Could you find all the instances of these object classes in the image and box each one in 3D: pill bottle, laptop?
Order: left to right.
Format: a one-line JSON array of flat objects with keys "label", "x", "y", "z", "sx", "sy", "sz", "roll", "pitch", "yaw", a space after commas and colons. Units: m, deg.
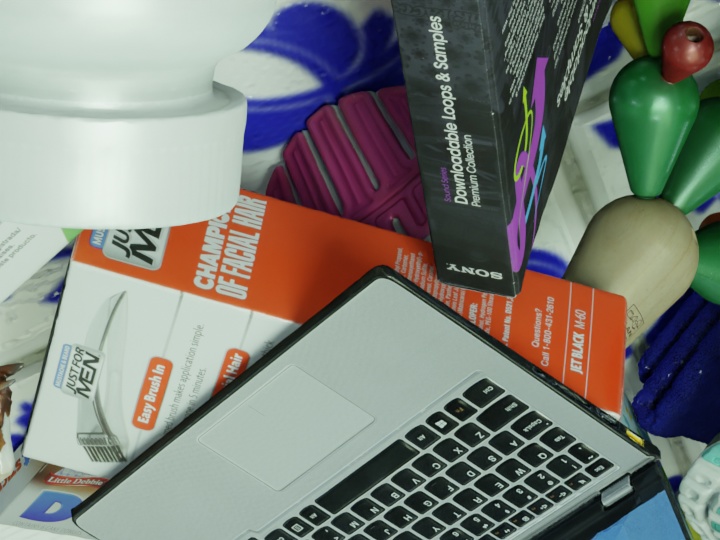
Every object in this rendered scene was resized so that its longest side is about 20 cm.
[{"label": "pill bottle", "x": -0.074, "y": -0.119, "z": 0.637, "sx": 0.109, "sy": 0.109, "sz": 0.201, "roll": -2, "pitch": 105, "yaw": -24}, {"label": "laptop", "x": 0.019, "y": 0.133, "z": 0.808, "sx": 0.200, "sy": 0.116, "sz": 0.187, "roll": 34, "pitch": 129, "yaw": -22}]

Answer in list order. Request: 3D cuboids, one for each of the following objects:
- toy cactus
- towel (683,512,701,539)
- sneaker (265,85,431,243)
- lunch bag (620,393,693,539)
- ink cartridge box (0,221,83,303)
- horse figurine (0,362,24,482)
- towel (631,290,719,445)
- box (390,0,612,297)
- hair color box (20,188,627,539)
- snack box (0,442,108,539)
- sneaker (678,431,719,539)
[{"label": "toy cactus", "x": 0.136, "y": -0.029, "z": 0.899, "sx": 0.165, "sy": 0.102, "sz": 0.200, "roll": -52, "pitch": 145, "yaw": -20}, {"label": "towel", "x": 0.119, "y": 0.165, "z": 1.222, "sx": 0.199, "sy": 0.018, "sz": 0.086, "roll": -22, "pitch": 147, "yaw": -2}, {"label": "sneaker", "x": 0.000, "y": 0.000, "z": 0.925, "sx": 0.088, "sy": 0.082, "sz": 0.200, "roll": 13, "pitch": 140, "yaw": -39}, {"label": "lunch bag", "x": 0.085, "y": 0.102, "z": 1.016, "sx": 0.082, "sy": 0.161, "sz": 0.200, "roll": -30, "pitch": 144, "yaw": 12}, {"label": "ink cartridge box", "x": -0.170, "y": -0.071, "z": 0.740, "sx": 0.145, "sy": 0.084, "sz": 0.200, "roll": -39, "pitch": 140, "yaw": 23}, {"label": "horse figurine", "x": -0.212, "y": 0.073, "z": 0.847, "sx": 0.050, "sy": 0.199, "sz": 0.133, "roll": -35, "pitch": 135, "yaw": -51}, {"label": "towel", "x": 0.234, "y": 0.028, "z": 1.096, "sx": 0.199, "sy": 0.050, "sz": 0.148, "roll": 11, "pitch": 123, "yaw": -35}, {"label": "box", "x": 0.049, "y": -0.106, "z": 0.765, "sx": 0.036, "sy": 0.144, "sz": 0.200, "roll": 9, "pitch": 145, "yaw": 17}, {"label": "hair color box", "x": -0.014, "y": 0.039, "z": 0.848, "sx": 0.199, "sy": 0.064, "sz": 0.111, "roll": 15, "pitch": 135, "yaw": -6}, {"label": "snack box", "x": -0.068, "y": 0.100, "z": 1.053, "sx": 0.199, "sy": 0.024, "sz": 0.072, "roll": 15, "pitch": 131, "yaw": -39}, {"label": "sneaker", "x": 0.199, "y": 0.099, "z": 1.049, "sx": 0.091, "sy": 0.077, "sz": 0.200, "roll": -58, "pitch": 156, "yaw": -18}]
